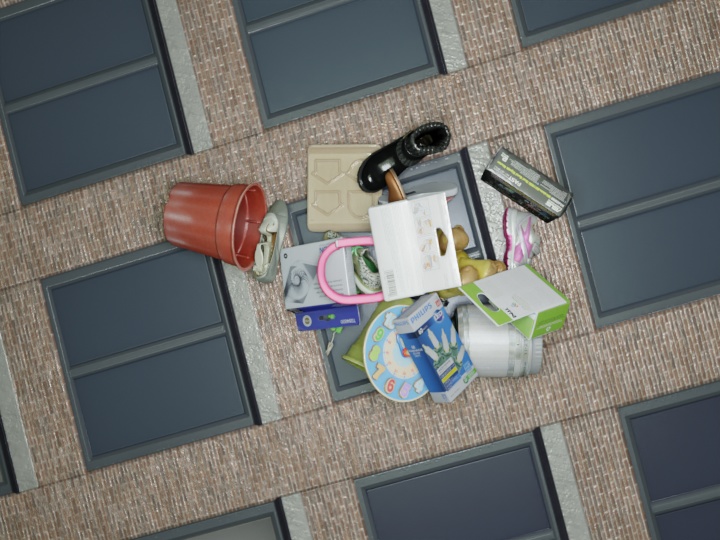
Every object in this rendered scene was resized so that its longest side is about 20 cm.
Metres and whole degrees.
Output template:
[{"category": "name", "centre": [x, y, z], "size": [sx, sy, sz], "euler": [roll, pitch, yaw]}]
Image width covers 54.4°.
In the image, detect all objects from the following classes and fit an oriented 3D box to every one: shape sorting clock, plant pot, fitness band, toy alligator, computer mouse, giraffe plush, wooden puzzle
[{"category": "shape sorting clock", "centre": [0.094, 0.176, 1.494], "size": [0.195, 0.039, 0.207], "euler": [6, 78, -28]}, {"category": "plant pot", "centre": [0.079, 0.158, 1.605], "size": [0.196, 0.201, 0.188], "euler": [24, 80, 4]}, {"category": "fitness band", "centre": [0.000, 0.000, 1.556], "size": [0.193, 0.037, 0.149], "euler": [-4, 89, -4]}, {"category": "toy alligator", "centre": [-0.051, 0.100, 1.667], "size": [0.053, 0.059, 0.204], "euler": [29, 92, 4]}, {"category": "computer mouse", "centre": [0.131, 0.048, 1.568], "size": [0.058, 0.198, 0.035], "euler": [25, 85, -37]}, {"category": "giraffe plush", "centre": [0.218, -0.028, 1.616], "size": [0.197, 0.170, 0.167], "euler": [-25, 76, 38]}, {"category": "plant pot", "centre": [-0.341, -0.117, 1.636], "size": [0.189, 0.200, 0.207], "euler": [10, 91, 13]}, {"category": "wooden puzzle", "centre": [-0.037, -0.196, 1.676], "size": [0.179, 0.046, 0.207], "euler": [0, 95, 5]}]

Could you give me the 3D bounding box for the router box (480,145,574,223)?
[{"category": "router box", "centre": [0.372, -0.191, 1.586], "size": [0.197, 0.150, 0.063], "euler": [34, 92, 4]}]

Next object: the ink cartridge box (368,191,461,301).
[{"category": "ink cartridge box", "centre": [0.118, -0.051, 1.504], "size": [0.171, 0.045, 0.206], "euler": [-10, 92, 13]}]

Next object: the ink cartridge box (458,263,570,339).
[{"category": "ink cartridge box", "centre": [0.319, 0.076, 1.488], "size": [0.195, 0.148, 0.078], "euler": [-15, 130, -25]}]

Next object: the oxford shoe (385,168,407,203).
[{"category": "oxford shoe", "centre": [0.078, -0.127, 1.569], "size": [0.069, 0.072, 0.205], "euler": [-15, 114, -2]}]

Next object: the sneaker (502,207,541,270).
[{"category": "sneaker", "centre": [0.377, -0.044, 1.620], "size": [0.085, 0.081, 0.207], "euler": [-1, 92, 5]}]

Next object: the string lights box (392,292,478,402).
[{"category": "string lights box", "centre": [0.158, 0.164, 1.479], "size": [0.102, 0.058, 0.204], "euler": [-35, 102, -34]}]

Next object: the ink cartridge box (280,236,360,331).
[{"category": "ink cartridge box", "centre": [-0.098, 0.036, 1.638], "size": [0.195, 0.040, 0.207], "euler": [-9, 88, 34]}]

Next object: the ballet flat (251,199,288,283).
[{"category": "ballet flat", "centre": [-0.216, -0.073, 1.658], "size": [0.066, 0.063, 0.207], "euler": [5, 84, 35]}]

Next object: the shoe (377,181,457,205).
[{"category": "shoe", "centre": [0.138, -0.144, 1.652], "size": [0.194, 0.072, 0.093], "euler": [-14, 116, -10]}]

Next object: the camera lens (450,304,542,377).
[{"category": "camera lens", "centre": [0.302, 0.159, 1.587], "size": [0.193, 0.160, 0.166], "euler": [0, 90, 4]}]

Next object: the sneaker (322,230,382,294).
[{"category": "sneaker", "centre": [-0.006, -0.034, 1.631], "size": [0.200, 0.076, 0.089], "euler": [45, 137, 14]}]

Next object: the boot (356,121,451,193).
[{"category": "boot", "centre": [0.094, -0.257, 1.579], "size": [0.210, 0.157, 0.080], "euler": [-42, 106, -13]}]
